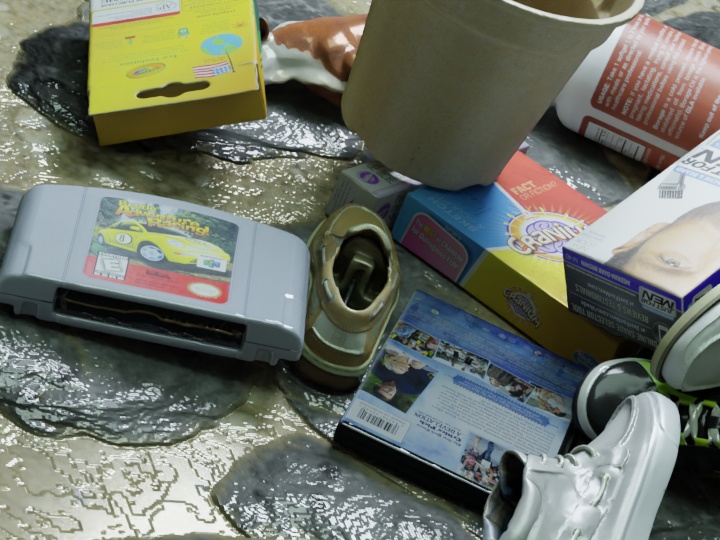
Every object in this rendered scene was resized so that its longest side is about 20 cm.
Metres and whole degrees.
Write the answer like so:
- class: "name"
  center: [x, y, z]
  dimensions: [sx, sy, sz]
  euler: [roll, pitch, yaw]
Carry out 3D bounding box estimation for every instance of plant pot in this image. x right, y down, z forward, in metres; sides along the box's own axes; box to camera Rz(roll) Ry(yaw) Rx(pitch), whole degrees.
- class: "plant pot"
  center: [0.078, -0.168, 1.818]
  dimensions: [0.200, 0.184, 0.201]
  euler: [18, 35, -13]

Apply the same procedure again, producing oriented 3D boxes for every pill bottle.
- class: "pill bottle"
  center: [0.234, -0.149, 2.048]
  dimensions: [0.200, 0.112, 0.112]
  euler: [26, 30, 6]

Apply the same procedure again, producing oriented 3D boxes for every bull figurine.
- class: "bull figurine"
  center: [0.000, -0.161, 1.967]
  dimensions: [0.200, 0.065, 0.121]
  euler: [-18, 55, -40]

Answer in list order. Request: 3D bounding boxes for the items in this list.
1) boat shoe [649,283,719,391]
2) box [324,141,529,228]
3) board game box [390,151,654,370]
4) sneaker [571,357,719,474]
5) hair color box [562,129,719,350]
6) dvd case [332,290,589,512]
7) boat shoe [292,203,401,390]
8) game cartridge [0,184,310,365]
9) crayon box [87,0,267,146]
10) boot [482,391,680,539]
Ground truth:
- class: "boat shoe"
  center: [0.285, 0.039, 1.656]
  dimensions: [0.200, 0.075, 0.068]
  euler: [-23, 54, -28]
- class: "box"
  center: [0.053, -0.070, 1.878]
  dimensions: [0.039, 0.041, 0.200]
  euler: [37, 33, 25]
- class: "board game box"
  center: [0.144, -0.005, 1.831]
  dimensions: [0.200, 0.040, 0.153]
  euler: [36, 33, 23]
- class: "sneaker"
  center: [0.242, 0.100, 1.660]
  dimensions: [0.200, 0.083, 0.072]
  euler: [15, 75, -14]
- class: "hair color box"
  center: [0.247, -0.024, 1.741]
  dimensions: [0.109, 0.065, 0.200]
  euler: [25, 49, 39]
- class: "dvd case"
  center: [0.074, 0.090, 1.657]
  dimensions: [0.143, 0.018, 0.200]
  euler: [25, 30, 4]
- class: "boat shoe"
  center: [0.000, 0.000, 1.695]
  dimensions: [0.072, 0.076, 0.200]
  euler: [17, 30, -8]
- class: "game cartridge"
  center: [-0.132, -0.002, 1.636]
  dimensions: [0.200, 0.041, 0.133]
  euler: [11, 27, -6]
- class: "crayon box"
  center: [-0.136, -0.155, 1.834]
  dimensions: [0.127, 0.051, 0.200]
  euler: [-9, 33, 1]
- class: "boot"
  center: [0.134, 0.129, 1.548]
  dimensions: [0.096, 0.074, 0.200]
  euler: [31, 40, -7]
